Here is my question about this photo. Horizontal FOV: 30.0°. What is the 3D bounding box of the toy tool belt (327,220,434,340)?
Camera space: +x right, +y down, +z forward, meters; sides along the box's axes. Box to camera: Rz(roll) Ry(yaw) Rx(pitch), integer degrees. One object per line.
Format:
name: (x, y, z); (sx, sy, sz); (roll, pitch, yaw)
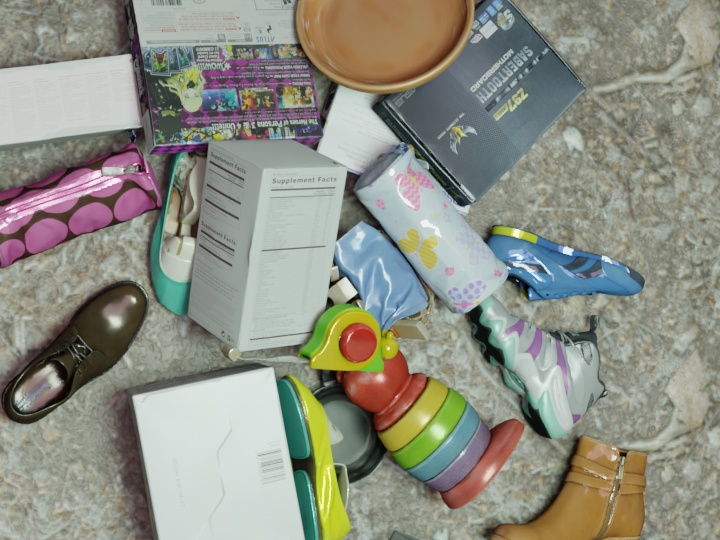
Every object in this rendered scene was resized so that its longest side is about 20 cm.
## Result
toy tool belt: (0.000, 0.000, 1.499); (0.125, 0.123, 0.200); (-42, 98, -12)

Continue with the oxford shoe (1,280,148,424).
oxford shoe: (-0.300, 0.091, 1.442); (0.073, 0.084, 0.200); (43, 78, -8)

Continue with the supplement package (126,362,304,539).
supplement package: (-0.158, 0.214, 1.460); (0.155, 0.111, 0.201); (-11, 92, -14)

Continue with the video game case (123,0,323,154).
video game case: (-0.150, -0.223, 1.477); (0.199, 0.036, 0.182); (-7, 79, -26)

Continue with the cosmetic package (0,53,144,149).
cosmetic package: (-0.338, -0.181, 1.454); (0.199, 0.051, 0.083); (-9, 92, -15)

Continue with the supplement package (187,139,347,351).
supplement package: (-0.101, -0.030, 1.433); (0.113, 0.109, 0.201); (-4, 112, -39)

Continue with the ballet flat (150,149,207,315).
ballet flat: (-0.192, -0.050, 1.478); (0.067, 0.070, 0.201); (7, 87, -13)

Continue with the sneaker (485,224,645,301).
sneaker: (0.236, 0.010, 1.586); (0.199, 0.066, 0.079); (16, 78, -8)

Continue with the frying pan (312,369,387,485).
frying pan: (-0.044, 0.156, 1.531); (0.115, 0.031, 0.190); (-35, 94, -14)

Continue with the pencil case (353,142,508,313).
pencil case: (0.079, -0.047, 1.502); (0.200, 0.083, 0.091); (52, 36, -12)

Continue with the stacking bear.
stacking bear: (0.064, 0.162, 1.505); (0.200, 0.121, 0.114); (43, 45, -7)

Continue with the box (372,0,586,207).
box: (0.137, -0.197, 1.531); (0.200, 0.051, 0.158); (-44, 99, -11)

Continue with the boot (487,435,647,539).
boot: (0.248, 0.271, 1.585); (0.199, 0.074, 0.155); (13, 87, -26)

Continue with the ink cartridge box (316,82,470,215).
ink cartridge box: (0.062, -0.187, 1.559); (0.197, 0.043, 0.201); (21, 82, -13)

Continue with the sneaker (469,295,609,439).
sneaker: (0.223, 0.084, 1.584); (0.140, 0.078, 0.200); (-35, 106, -14)

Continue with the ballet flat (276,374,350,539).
ballet flat: (-0.048, 0.209, 1.492); (0.067, 0.067, 0.201); (-11, 94, -33)

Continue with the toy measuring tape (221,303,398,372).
toy measuring tape: (-0.047, 0.067, 1.409); (0.199, 0.073, 0.074); (6, 87, -28)

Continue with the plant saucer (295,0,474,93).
plant saucer: (0.028, -0.281, 1.498); (0.199, 0.037, 0.201); (-3, 66, 7)

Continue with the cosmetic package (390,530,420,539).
cosmetic package: (0.125, 0.394, 1.482); (0.199, 0.200, 0.123); (28, 82, -13)

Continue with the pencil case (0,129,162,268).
pencil case: (-0.316, -0.072, 1.436); (0.199, 0.094, 0.091); (-25, 95, -13)
